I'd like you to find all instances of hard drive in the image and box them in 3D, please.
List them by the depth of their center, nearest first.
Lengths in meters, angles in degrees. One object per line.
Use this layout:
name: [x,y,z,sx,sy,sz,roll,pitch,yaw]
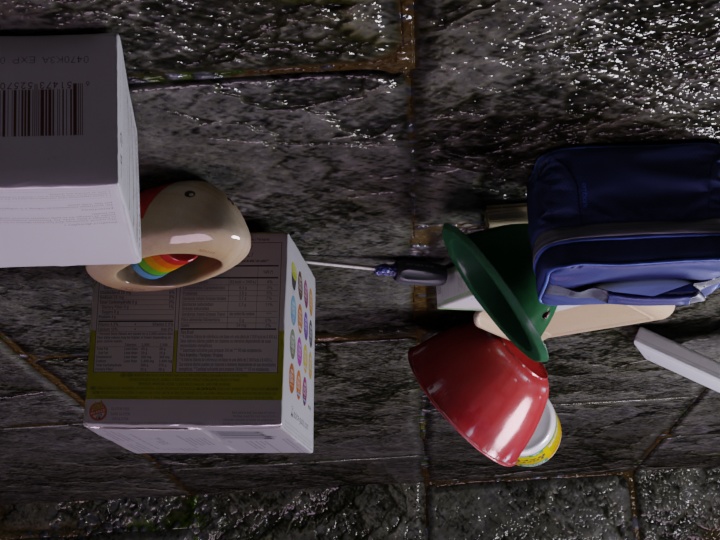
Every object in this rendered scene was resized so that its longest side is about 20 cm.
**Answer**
hard drive: [0.470,0.138,2.084,0.199,0.026,0.132,25,175,22]

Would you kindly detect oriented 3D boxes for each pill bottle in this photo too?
pill bottle: [0.264,0.254,2.491,0.112,0.114,0.200,-5,165,9]

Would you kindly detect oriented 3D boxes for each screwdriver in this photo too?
screwdriver: [0.000,0.000,1.678,0.198,0.029,0.028,1,164,-17]

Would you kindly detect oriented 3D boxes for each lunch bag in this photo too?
lunch bag: [0.252,-0.032,1.409,0.198,0.133,0.136,-2,165,0]

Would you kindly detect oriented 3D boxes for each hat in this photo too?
hat: [0.194,-0.025,1.521,0.176,0.166,0.200,-35,-177,-5]

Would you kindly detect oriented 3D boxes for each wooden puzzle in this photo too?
wooden puzzle: [0.260,0.044,1.882,0.199,0.038,0.185,-16,160,28]

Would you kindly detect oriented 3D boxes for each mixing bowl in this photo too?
mixing bowl: [0.165,0.136,1.965,0.108,0.201,0.200,-45,149,15]

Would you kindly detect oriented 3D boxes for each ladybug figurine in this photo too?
ladybug figurine: [-0.182,-0.032,1.443,0.135,0.073,0.199,9,160,-39]

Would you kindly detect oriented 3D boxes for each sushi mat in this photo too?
sushi mat: [0.223,-0.055,1.547,0.198,0.012,0.096,-5,165,8]

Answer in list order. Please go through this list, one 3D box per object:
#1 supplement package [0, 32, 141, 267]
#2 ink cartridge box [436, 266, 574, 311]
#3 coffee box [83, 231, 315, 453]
supplement package: [-0.228,-0.084,1.159,0.116,0.118,0.200,-2,164,-5]
ink cartridge box: [0.185,0.009,1.686,0.144,0.048,0.200,4,170,-20]
coffee box: [-0.157,0.078,1.602,0.198,0.199,0.200,-1,166,6]
